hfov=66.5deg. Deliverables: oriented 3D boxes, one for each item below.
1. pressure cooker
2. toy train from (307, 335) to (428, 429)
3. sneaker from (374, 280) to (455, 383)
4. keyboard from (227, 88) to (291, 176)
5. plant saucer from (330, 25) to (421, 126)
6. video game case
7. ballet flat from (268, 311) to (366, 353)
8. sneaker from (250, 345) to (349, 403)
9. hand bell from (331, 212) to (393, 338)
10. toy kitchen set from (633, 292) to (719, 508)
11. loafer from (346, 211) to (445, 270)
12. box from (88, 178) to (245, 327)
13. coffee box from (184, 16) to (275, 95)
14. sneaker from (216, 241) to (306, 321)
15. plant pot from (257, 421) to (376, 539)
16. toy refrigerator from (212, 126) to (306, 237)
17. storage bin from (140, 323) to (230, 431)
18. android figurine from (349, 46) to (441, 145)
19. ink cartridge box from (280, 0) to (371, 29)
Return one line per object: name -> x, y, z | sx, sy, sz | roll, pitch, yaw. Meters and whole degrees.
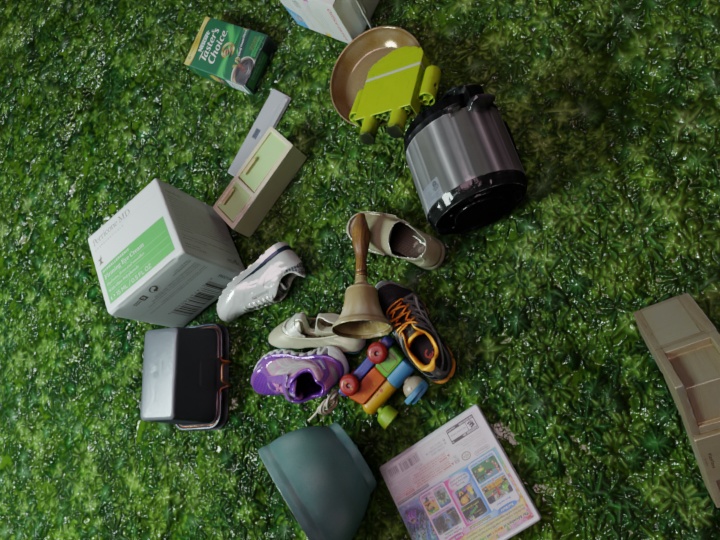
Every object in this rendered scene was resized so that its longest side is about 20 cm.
pressure cooker -> 0.161, -0.184, 0.882 | 0.172, 0.178, 0.206 | -25, 70, 19
toy train -> 0.015, 0.219, 0.916 | 0.115, 0.084, 0.201 | 43, 96, 12
sneaker -> 0.084, 0.093, 0.910 | 0.078, 0.077, 0.201 | -43, 64, 10
keyboard -> -0.215, -0.286, 1.162 | 0.055, 0.011, 0.204 | 30, 91, 31
plant saucer -> 0.035, -0.366, 1.055 | 0.193, 0.035, 0.209 | -5, 77, 22
video game case -> 0.149, 0.344, 0.856 | 0.197, 0.024, 0.186 | -35, 68, 12
ballet flat -> -0.082, 0.103, 0.982 | 0.192, 0.069, 0.072 | 0, 78, 18
sneaker -> -0.118, 0.190, 0.953 | 0.194, 0.089, 0.083 | -13, 114, 26
hand bell -> 0.000, 0.000, 0.922 | 0.100, 0.104, 0.208 | -10, 67, 20
toy kitchen set -> 0.494, 0.154, 0.723 | 0.159, 0.182, 0.204 | -23, 110, 19
loafer -> 0.055, -0.062, 0.961 | 0.194, 0.068, 0.078 | 19, 85, 26
box -> -0.370, -0.025, 1.064 | 0.196, 0.199, 0.175 | -35, 65, 13
coffee box -> -0.292, -0.478, 1.216 | 0.196, 0.044, 0.126 | 27, 90, 26
sneaker -> -0.192, 0.038, 1.047 | 0.199, 0.076, 0.081 | -42, 75, 11
plant pot -> -0.056, 0.331, 0.871 | 0.132, 0.203, 0.201 | -33, 64, -17
toy refrigerator -> -0.202, -0.177, 1.097 | 0.076, 0.070, 0.202 | 40, 96, 25
storage bin -> -0.329, 0.198, 1.033 | 0.140, 0.134, 0.208 | -7, 76, 21
android figurine -> 0.059, -0.315, 0.966 | 0.177, 0.041, 0.206 | -7, 57, 37
ink cartridge box -> -0.055, -0.554, 1.086 | 0.196, 0.128, 0.128 | 30, 90, 25
